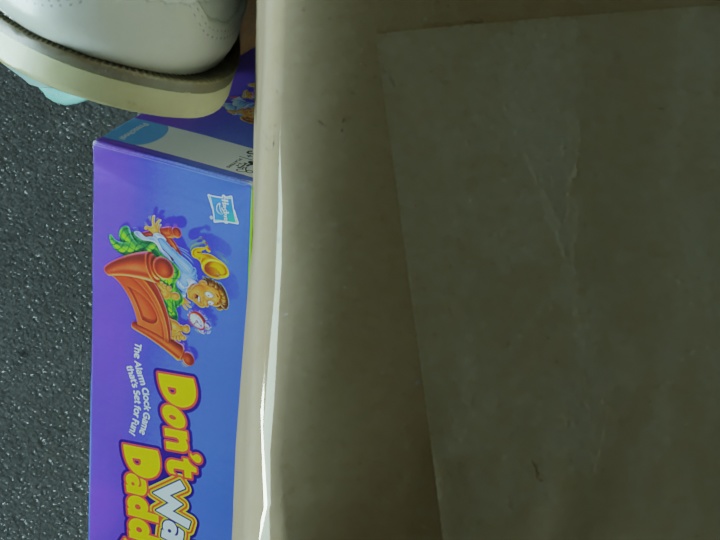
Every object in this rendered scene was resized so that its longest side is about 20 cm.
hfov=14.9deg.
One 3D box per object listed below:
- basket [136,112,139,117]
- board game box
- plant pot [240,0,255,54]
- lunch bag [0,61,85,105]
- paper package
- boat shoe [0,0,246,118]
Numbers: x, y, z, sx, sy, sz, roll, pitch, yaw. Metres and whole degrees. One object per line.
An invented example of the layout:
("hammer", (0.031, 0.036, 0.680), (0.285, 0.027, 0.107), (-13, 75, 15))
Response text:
("basket", (-0.001, -0.105, 0.967), (0.181, 0.135, 0.201), (95, 180, -49))
("board game box", (0.000, 0.000, 0.730), (0.200, 0.045, 0.135), (-38, -42, -54))
("plant pot", (0.006, -0.114, 0.736), (0.200, 0.027, 0.200), (-53, -11, -15))
("lunch bag", (-0.087, -0.175, 0.843), (0.201, 0.170, 0.122), (-58, 24, -10))
("paper package", (0.028, -0.012, 0.522), (0.191, 0.103, 0.201), (102, 170, -71))
("boat shoe", (-0.059, -0.103, 0.629), (0.200, 0.074, 0.069), (-110, 38, -58))
